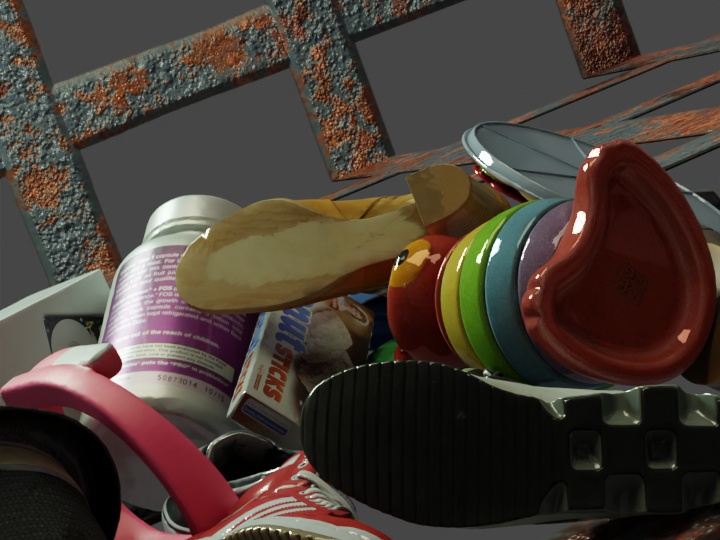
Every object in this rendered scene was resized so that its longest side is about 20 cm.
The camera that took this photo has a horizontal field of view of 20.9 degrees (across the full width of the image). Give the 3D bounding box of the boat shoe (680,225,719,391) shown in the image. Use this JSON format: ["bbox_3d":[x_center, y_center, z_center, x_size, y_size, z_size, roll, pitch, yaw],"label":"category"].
[{"bbox_3d":[0.206,0.019,1.094,0.070,0.071,0.200,21,17,-12],"label":"boat shoe"}]

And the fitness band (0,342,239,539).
[{"bbox_3d":[-0.130,0.110,1.062,0.037,0.144,0.200,-37,12,-26],"label":"fitness band"}]

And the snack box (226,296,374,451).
[{"bbox_3d":[-0.033,0.056,1.198,0.024,0.072,0.200,-55,9,22],"label":"snack box"}]

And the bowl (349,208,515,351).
[{"bbox_3d":[0.069,0.007,1.369,0.200,0.040,0.201,-12,-16,-4],"label":"bowl"}]

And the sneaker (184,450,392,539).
[{"bbox_3d":[-0.015,0.128,0.914,0.112,0.071,0.200,-30,10,-37],"label":"sneaker"}]

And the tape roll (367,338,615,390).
[{"bbox_3d":[0.099,0.050,1.242,0.200,0.048,0.200,-21,7,3],"label":"tape roll"}]

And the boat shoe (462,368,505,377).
[{"bbox_3d":[0.061,0.085,1.028,0.072,0.066,0.201,-26,9,-39],"label":"boat shoe"}]

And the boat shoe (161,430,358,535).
[{"bbox_3d":[-0.066,0.122,1.094,0.072,0.068,0.200,-24,8,-22],"label":"boat shoe"}]

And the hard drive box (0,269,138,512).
[{"bbox_3d":[-0.218,0.107,1.265,0.077,0.156,0.200,-20,8,31],"label":"hard drive box"}]

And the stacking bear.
[{"bbox_3d":[0.087,0.014,1.073,0.200,0.114,0.122,-9,50,55],"label":"stacking bear"}]

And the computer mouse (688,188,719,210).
[{"bbox_3d":[0.223,-0.029,1.460,0.200,0.053,0.138,-6,-7,-41],"label":"computer mouse"}]

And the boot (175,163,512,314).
[{"bbox_3d":[0.000,-0.001,1.207,0.201,0.071,0.144,-18,-22,11],"label":"boot"}]

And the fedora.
[{"bbox_3d":[-0.180,0.162,0.944,0.200,0.201,0.092,-25,45,-32],"label":"fedora"}]

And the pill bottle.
[{"bbox_3d":[-0.114,0.048,1.274,0.112,0.112,0.200,-17,41,23],"label":"pill bottle"}]

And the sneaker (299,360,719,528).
[{"bbox_3d":[0.069,0.085,0.899,0.199,0.074,0.089,6,-9,-4],"label":"sneaker"}]

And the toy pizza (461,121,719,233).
[{"bbox_3d":[0.159,-0.047,1.311,0.200,0.032,0.200,19,17,-6],"label":"toy pizza"}]
